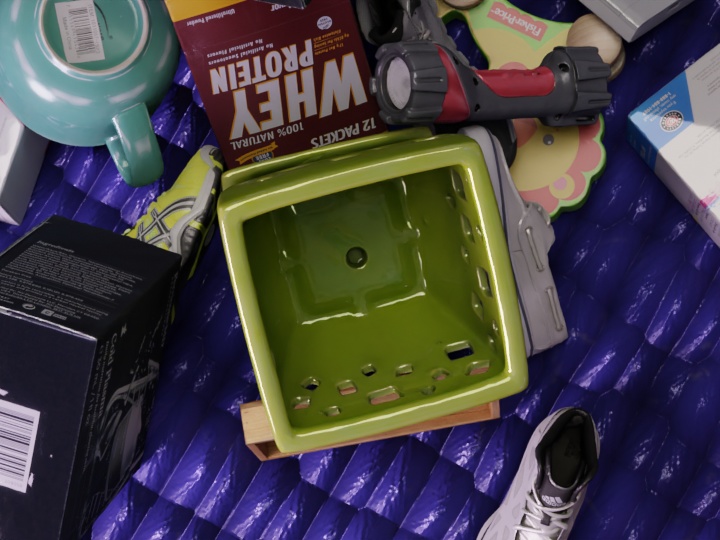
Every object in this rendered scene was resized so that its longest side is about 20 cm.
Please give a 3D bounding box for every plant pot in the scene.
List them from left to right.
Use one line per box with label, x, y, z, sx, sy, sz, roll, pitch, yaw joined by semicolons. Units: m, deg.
plant pot;0.000;0.000;1.501;0.198;0.182;0.201;-14;106;-5

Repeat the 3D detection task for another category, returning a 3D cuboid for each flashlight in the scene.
flashlight;0.106;-0.149;1.549;0.200;0.068;0.068;-7;61;-32

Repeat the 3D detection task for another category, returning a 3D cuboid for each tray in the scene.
tray;0.010;0.111;1.583;0.199;0.099;0.037;-11;76;2

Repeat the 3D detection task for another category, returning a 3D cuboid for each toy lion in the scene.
toy lion;0.121;-0.142;1.662;0.200;0.069;0.192;28;88;11

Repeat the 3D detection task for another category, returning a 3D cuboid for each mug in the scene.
mug;-0.207;-0.176;1.599;0.185;0.114;0.152;32;76;-7

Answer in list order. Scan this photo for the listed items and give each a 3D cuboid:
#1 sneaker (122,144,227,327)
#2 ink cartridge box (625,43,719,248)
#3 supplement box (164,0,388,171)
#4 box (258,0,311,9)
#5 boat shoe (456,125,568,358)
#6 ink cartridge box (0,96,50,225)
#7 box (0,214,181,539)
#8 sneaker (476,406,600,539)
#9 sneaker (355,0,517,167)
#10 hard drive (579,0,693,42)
sneaker;-0.172;-0.019;1.644;0.076;0.075;0.200;25;78;9
ink cartridge box;0.323;-0.078;1.619;0.116;0.067;0.200;-37;76;-4
supplement box;-0.076;-0.207;1.582;0.132;0.200;0.198;-18;42;0
box;-0.073;-0.282;1.477;0.193;0.048;0.200;14;51;33
boat shoe;0.124;-0.025;1.592;0.066;0.072;0.201;-18;104;-13
ink cartridge box;-0.367;-0.139;1.685;0.199;0.083;0.146;16;79;8
box;-0.238;0.089;1.523;0.124;0.197;0.201;16;112;7
sneaker;0.132;0.195;1.544;0.075;0.115;0.201;19;79;9
sneaker;0.048;-0.160;1.594;0.075;0.115;0.200;-35;79;14
hard drive;0.187;-0.282;1.667;0.200;0.026;0.132;43;44;12
